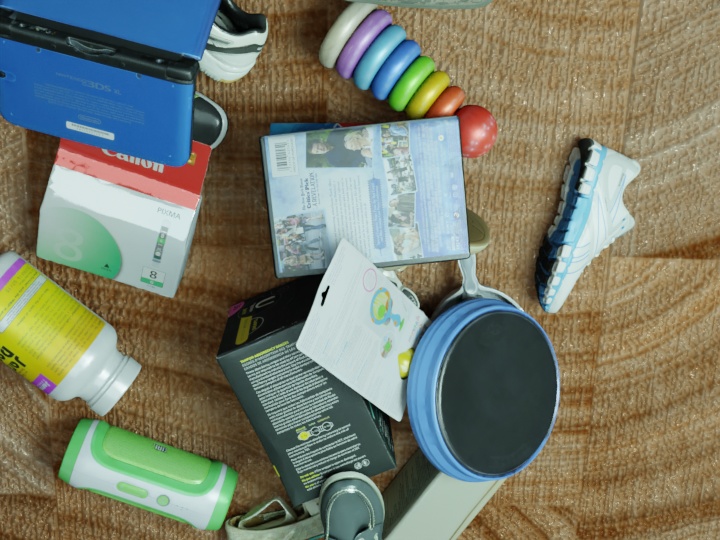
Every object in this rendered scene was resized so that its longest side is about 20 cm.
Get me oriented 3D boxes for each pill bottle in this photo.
[{"bbox_3d":[-0.349,0.076,1.080,0.200,0.104,0.104,40,104,-13],"label":"pill bottle"}]

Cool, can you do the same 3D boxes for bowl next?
[{"bbox_3d":[0.140,0.131,1.042,0.200,0.039,0.202,-1,91,-35],"label":"bowl"}]

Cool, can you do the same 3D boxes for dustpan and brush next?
[{"bbox_3d":[0.128,0.041,1.096,0.139,0.057,0.201,-10,109,3],"label":"dustpan and brush"}]

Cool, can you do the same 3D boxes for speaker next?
[{"bbox_3d":[-0.252,0.245,1.149,0.199,0.089,0.089,21,108,-8],"label":"speaker"}]

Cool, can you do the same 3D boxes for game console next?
[{"bbox_3d":[-0.242,-0.219,0.934,0.199,0.119,0.171,15,134,2],"label":"game console"}]

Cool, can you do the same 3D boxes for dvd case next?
[{"bbox_3d":[0.005,-0.072,0.952,0.199,0.018,0.143,-6,99,-1],"label":"dvd case"}]

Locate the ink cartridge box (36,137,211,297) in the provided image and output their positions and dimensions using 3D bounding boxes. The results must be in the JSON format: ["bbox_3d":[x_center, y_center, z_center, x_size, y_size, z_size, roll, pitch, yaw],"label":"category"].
[{"bbox_3d":[-0.255,-0.070,1.021,0.160,0.050,0.200,18,136,-6],"label":"ink cartridge box"}]

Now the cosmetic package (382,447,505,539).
[{"bbox_3d":[0.091,0.267,1.152,0.073,0.104,0.200,32,107,-11],"label":"cosmetic package"}]

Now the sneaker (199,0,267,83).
[{"bbox_3d":[-0.180,-0.280,0.963,0.200,0.076,0.088,32,139,-19],"label":"sneaker"}]

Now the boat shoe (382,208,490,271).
[{"bbox_3d":[0.035,-0.036,1.012,0.199,0.072,0.065,3,137,-7],"label":"boat shoe"}]

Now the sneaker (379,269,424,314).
[{"bbox_3d":[0.000,0.000,1.077,0.080,0.083,0.201,-24,93,-13],"label":"sneaker"}]

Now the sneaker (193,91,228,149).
[{"bbox_3d":[-0.240,-0.164,1.010,0.199,0.083,0.072,14,109,-5],"label":"sneaker"}]

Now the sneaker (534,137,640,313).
[{"bbox_3d":[0.257,-0.040,1.067,0.086,0.075,0.201,13,109,-11],"label":"sneaker"}]

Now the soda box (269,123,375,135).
[{"bbox_3d":[0.002,-0.114,1.028,0.199,0.064,0.068,-1,142,-1],"label":"soda box"}]

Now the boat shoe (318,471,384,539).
[{"bbox_3d":[-0.006,0.305,1.055,0.072,0.062,0.201,-5,126,-3],"label":"boat shoe"}]

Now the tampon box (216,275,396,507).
[{"bbox_3d":[-0.058,0.128,1.077,0.126,0.150,0.201,-22,108,6],"label":"tampon box"}]

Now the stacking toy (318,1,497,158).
[{"bbox_3d":[0.058,-0.191,0.981,0.200,0.085,0.086,38,105,2],"label":"stacking toy"}]

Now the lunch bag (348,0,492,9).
[{"bbox_3d":[0.047,-0.310,0.902,0.163,0.200,0.118,3,109,-3],"label":"lunch bag"}]

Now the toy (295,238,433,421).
[{"bbox_3d":[-0.001,0.063,0.972,0.200,0.047,0.116,40,65,-45],"label":"toy"}]

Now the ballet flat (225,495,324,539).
[{"bbox_3d":[-0.076,0.304,1.184,0.199,0.067,0.063,-22,98,6],"label":"ballet flat"}]
